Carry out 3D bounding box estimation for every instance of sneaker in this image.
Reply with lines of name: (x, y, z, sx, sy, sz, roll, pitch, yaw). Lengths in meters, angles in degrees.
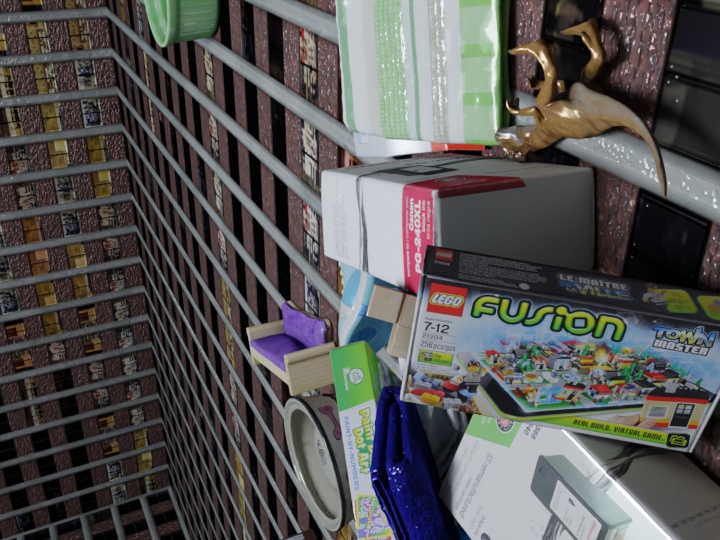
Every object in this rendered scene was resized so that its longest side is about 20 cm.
sneaker: (0.000, 0.000, 0.894, 0.131, 0.079, 0.201, 54, 137, 39)

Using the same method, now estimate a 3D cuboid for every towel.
towel: (0.054, -0.193, 0.687, 0.199, 0.031, 0.151, 16, 119, 45)
towel: (0.054, 0.220, 0.682, 0.148, 0.049, 0.202, -93, -15, -73)

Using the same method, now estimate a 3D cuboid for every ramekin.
ramekin: (-0.319, -0.504, 1.339, 0.200, 0.097, 0.202, 42, 139, 53)

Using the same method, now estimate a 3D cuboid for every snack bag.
snack bag: (0.066, 0.117, 0.792, 0.201, 0.021, 0.190, 102, 161, -58)

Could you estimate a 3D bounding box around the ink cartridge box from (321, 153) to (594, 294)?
ink cartridge box: (0.070, -0.045, 0.625, 0.200, 0.144, 0.084, 24, 121, 61)

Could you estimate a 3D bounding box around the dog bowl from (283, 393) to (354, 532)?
dog bowl: (-0.041, 0.272, 1.110, 0.200, 0.073, 0.202, 45, 143, 49)

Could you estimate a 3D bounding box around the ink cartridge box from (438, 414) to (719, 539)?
ink cartridge box: (0.163, 0.178, 0.552, 0.200, 0.083, 0.147, 47, 129, 43)

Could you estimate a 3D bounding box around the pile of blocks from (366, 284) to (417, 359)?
pile of blocks: (0.069, 0.057, 0.612, 0.082, 0.199, 0.063, 18, 92, 50)

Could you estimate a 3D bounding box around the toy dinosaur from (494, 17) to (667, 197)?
toy dinosaur: (0.157, -0.115, 0.527, 0.200, 0.060, 0.107, -152, 40, -73)

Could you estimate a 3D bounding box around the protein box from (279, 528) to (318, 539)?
protein box: (-0.112, 0.630, 1.377, 0.200, 0.134, 0.200, 51, 144, 47)

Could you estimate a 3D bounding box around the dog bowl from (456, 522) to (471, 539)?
dog bowl: (0.143, 0.335, 0.765, 0.111, 0.049, 0.202, 37, 134, 57)

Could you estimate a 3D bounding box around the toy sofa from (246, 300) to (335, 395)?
toy sofa: (-0.112, 0.117, 1.193, 0.200, 0.082, 0.099, 19, 119, 63)

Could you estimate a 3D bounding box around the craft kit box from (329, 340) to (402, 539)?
craft kit box: (0.029, 0.200, 0.801, 0.198, 0.048, 0.202, 60, -162, -63)

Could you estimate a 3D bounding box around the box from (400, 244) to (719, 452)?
box: (0.131, 0.052, 0.492, 0.035, 0.198, 0.111, -74, -8, -54)

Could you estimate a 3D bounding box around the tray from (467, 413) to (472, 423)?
tray: (0.143, 0.176, 0.706, 0.201, 0.037, 0.099, 59, 150, 35)

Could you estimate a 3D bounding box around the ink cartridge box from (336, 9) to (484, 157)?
ink cartridge box: (0.043, -0.193, 0.736, 0.200, 0.047, 0.162, -160, 61, -65)
